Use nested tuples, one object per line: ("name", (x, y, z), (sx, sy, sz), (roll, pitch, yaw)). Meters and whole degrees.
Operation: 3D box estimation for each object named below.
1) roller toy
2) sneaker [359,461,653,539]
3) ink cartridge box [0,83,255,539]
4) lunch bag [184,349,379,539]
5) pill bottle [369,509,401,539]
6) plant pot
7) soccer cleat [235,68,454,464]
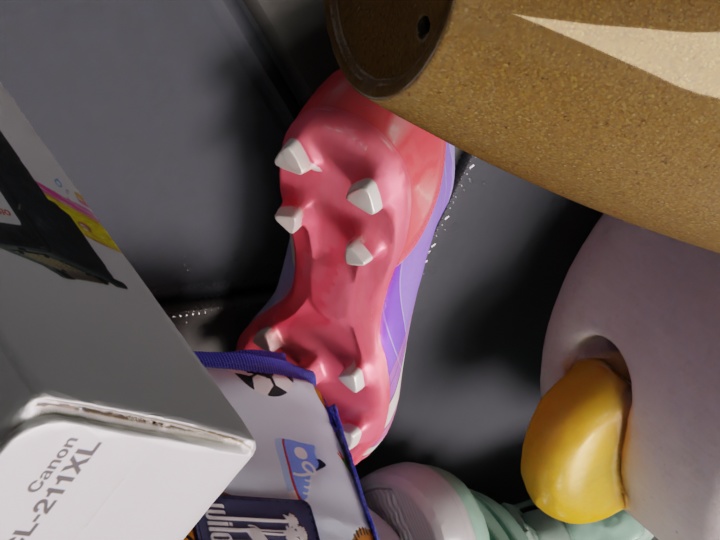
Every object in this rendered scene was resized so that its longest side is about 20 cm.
("roller toy", (0.169, 0.033, 0.992), (0.182, 0.140, 0.200), (21, 104, -50))
("sneaker", (0.066, 0.107, 1.028), (0.118, 0.074, 0.200), (-27, 159, -7))
("ink cartridge box", (-0.139, 0.026, 0.640), (0.146, 0.200, 0.083), (-50, 144, 17))
("lunch bag", (-0.086, 0.123, 0.800), (0.200, 0.170, 0.124), (-15, 145, -6))
("pill bottle", (-0.037, 0.186, 1.001), (0.113, 0.113, 0.200), (-17, 141, -29))
("plant pot", (0.098, -0.091, 0.770), (0.200, 0.187, 0.187), (4, 129, -28))
("soccer cleat", (0.000, 0.000, 0.869), (0.076, 0.067, 0.200), (-47, 159, -34))
